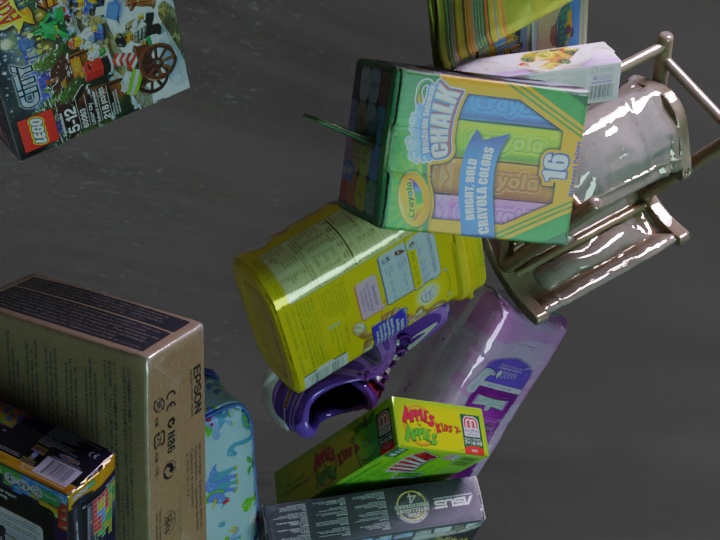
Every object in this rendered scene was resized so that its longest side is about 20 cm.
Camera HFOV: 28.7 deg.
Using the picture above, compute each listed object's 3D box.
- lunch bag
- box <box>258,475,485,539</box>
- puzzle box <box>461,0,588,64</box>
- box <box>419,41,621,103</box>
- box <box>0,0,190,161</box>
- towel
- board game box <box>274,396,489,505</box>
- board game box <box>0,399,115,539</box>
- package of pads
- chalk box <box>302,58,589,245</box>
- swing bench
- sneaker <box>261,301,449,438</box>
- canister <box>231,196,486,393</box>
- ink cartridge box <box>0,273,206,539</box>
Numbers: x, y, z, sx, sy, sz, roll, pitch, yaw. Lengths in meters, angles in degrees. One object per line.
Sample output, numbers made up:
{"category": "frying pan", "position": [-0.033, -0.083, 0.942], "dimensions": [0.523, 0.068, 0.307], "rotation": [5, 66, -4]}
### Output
{"category": "lunch bag", "position": [-0.172, 0.188, 1.206], "dimensions": [0.161, 0.082, 0.200], "rotation": [-24, 134, -27]}
{"category": "box", "position": [0.006, 0.246, 1.317], "dimensions": [0.200, 0.049, 0.161], "rotation": [-7, 154, -9]}
{"category": "puzzle box", "position": [0.140, -0.215, 1.215], "dimensions": [0.133, 0.025, 0.200], "rotation": [-26, 135, -23]}
{"category": "box", "position": [0.121, -0.156, 1.186], "dimensions": [0.200, 0.039, 0.042], "rotation": [-10, 127, -13]}
{"category": "box", "position": [-0.195, -0.186, 0.933], "dimensions": [0.136, 0.038, 0.200], "rotation": [-28, 135, -23]}
{"category": "towel", "position": [0.139, -0.240, 1.162], "dimensions": [0.200, 0.018, 0.086], "rotation": [-30, 137, -21]}
{"category": "board game box", "position": [0.016, 0.179, 1.297], "dimensions": [0.101, 0.048, 0.200], "rotation": [11, 148, -32]}
{"category": "board game box", "position": [-0.270, 0.169, 1.016], "dimensions": [0.057, 0.200, 0.166], "rotation": [-44, 149, -48]}
{"category": "package of pads", "position": [0.108, 0.108, 1.397], "dimensions": [0.120, 0.076, 0.200], "rotation": [19, 106, -44]}
{"category": "chalk box", "position": [0.056, -0.094, 1.091], "dimensions": [0.200, 0.125, 0.124], "rotation": [4, 100, -15]}
{"category": "swing bench", "position": [0.223, -0.082, 1.306], "dimensions": [0.199, 0.130, 0.200], "rotation": [-27, 156, -25]}
{"category": "sneaker", "position": [0.008, 0.088, 1.287], "dimensions": [0.200, 0.083, 0.081], "rotation": [-36, 138, -16]}
{"category": "canister", "position": [0.000, 0.000, 1.211], "dimensions": [0.200, 0.087, 0.149], "rotation": [-31, 135, -18]}
{"category": "ink cartridge box", "position": [-0.199, 0.119, 1.038], "dimensions": [0.075, 0.164, 0.200], "rotation": [-35, 134, -53]}
